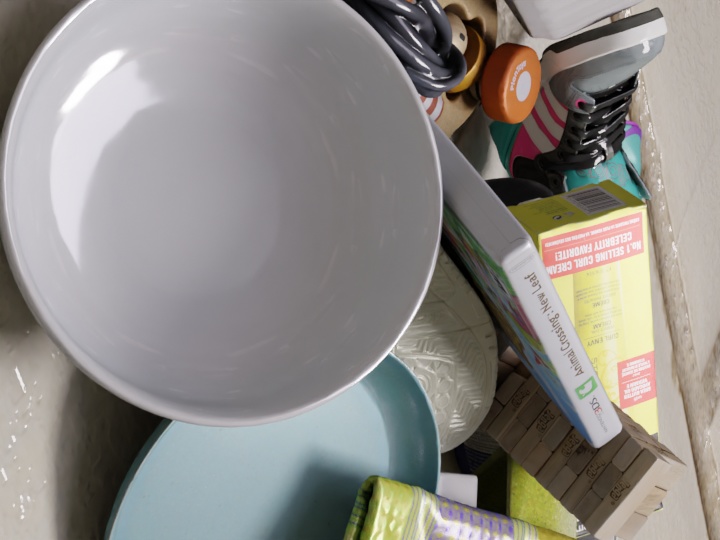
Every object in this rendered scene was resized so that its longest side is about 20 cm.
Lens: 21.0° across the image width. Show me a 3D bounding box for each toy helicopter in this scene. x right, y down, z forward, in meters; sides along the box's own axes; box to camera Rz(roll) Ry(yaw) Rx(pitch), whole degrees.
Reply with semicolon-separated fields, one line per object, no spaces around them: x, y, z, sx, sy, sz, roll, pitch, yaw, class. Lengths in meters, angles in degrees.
0.021;-0.107;1.093;0.200;0.079;0.133;-50;142;-35;toy helicopter

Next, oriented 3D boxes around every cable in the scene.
-0.007;-0.158;0.972;0.200;0.051;0.163;60;-2;26;cable

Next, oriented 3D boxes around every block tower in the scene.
0.090;0.067;1.050;0.054;0.200;0.058;-53;141;9;block tower

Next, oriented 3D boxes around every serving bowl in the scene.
-0.066;-0.031;0.848;0.199;0.066;0.201;3;83;-22;serving bowl

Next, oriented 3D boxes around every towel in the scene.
0.061;0.192;0.984;0.200;0.023;0.144;25;71;-38;towel

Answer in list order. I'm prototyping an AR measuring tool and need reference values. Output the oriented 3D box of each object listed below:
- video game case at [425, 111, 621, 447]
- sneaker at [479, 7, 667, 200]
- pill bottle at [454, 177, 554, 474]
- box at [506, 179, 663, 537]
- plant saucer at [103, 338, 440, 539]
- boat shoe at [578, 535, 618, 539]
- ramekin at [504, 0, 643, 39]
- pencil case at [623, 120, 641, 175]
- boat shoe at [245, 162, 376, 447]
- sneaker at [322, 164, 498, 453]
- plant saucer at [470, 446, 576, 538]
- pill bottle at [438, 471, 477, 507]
0.049;-0.023;0.967;0.022;0.200;0.182;-35;142;-3;video game case
0.146;-0.080;1.206;0.083;0.200;0.121;-20;85;-21;sneaker
0.099;0.049;1.209;0.112;0.111;0.201;-55;138;-49;pill bottle
0.131;0.053;1.129;0.075;0.050;0.201;-14;114;-18;box
-0.045;0.120;0.931;0.199;0.027;0.201;-20;123;-34;plant saucer
0.150;0.199;1.373;0.066;0.072;0.201;27;61;-61;boat shoe
0.098;-0.227;1.131;0.203;0.094;0.202;57;6;-10;ramekin
0.149;-0.005;1.340;0.092;0.085;0.201;17;75;-69;pencil case
-0.055;0.032;0.955;0.074;0.076;0.201;-37;126;-24;boat shoe
0.001;-0.001;1.004;0.077;0.111;0.200;-35;126;-10;sneaker
0.085;0.216;1.128;0.200;0.048;0.201;119;-25;-72;plant saucer
0.016;0.208;1.047;0.111;0.111;0.201;18;75;-63;pill bottle
